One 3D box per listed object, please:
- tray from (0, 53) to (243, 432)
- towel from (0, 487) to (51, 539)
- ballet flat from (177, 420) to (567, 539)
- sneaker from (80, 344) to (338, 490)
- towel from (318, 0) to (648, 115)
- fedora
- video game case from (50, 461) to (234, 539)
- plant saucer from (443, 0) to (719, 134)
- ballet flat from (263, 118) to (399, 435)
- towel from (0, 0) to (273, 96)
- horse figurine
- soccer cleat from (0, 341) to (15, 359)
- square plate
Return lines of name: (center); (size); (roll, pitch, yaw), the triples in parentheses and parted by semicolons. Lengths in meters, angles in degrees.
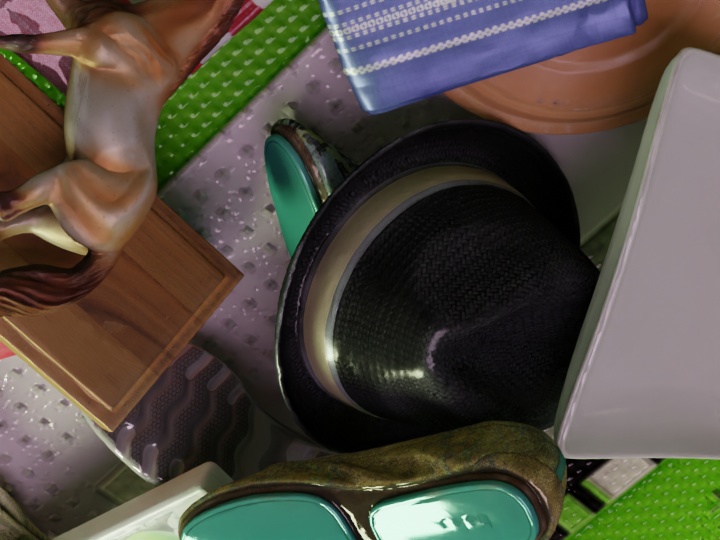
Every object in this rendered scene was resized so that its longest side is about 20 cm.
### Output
tray: (-0.161, -0.027, 0.813); (0.200, 0.037, 0.099); (43, 78, -16)
towel: (-0.278, 0.175, 0.981); (0.200, 0.037, 0.149); (-29, 123, 10)
ballet flat: (0.008, 0.110, 0.828); (0.199, 0.071, 0.071); (-13, 127, 28)
sneaker: (-0.073, 0.105, 0.941); (0.200, 0.082, 0.075); (35, 70, -9)
towel: (0.039, -0.173, 0.775); (0.144, 0.024, 0.200); (-17, 122, 6)
fedora: (0.058, 0.023, 0.847); (0.200, 0.091, 0.201); (-20, 123, -35)
video game case: (-0.093, 0.201, 0.945); (0.200, 0.023, 0.182); (-28, 116, 32)
plant saucer: (0.108, -0.153, 0.825); (0.199, 0.032, 0.201); (-4, 122, -6)
ballet flat: (0.000, 0.000, 0.898); (0.074, 0.074, 0.201); (-11, 126, -1)
towel: (-0.094, -0.164, 0.787); (0.200, 0.023, 0.144); (-40, 120, 21)
horse figurine: (-0.130, -0.065, 0.777); (0.132, 0.050, 0.201); (11, 88, -19)
soccer cleat: (-0.173, 0.011, 0.876); (0.199, 0.077, 0.067); (-19, 163, -11)
square plate: (0.181, -0.001, 0.866); (0.200, 0.028, 0.199); (7, 103, -44)
